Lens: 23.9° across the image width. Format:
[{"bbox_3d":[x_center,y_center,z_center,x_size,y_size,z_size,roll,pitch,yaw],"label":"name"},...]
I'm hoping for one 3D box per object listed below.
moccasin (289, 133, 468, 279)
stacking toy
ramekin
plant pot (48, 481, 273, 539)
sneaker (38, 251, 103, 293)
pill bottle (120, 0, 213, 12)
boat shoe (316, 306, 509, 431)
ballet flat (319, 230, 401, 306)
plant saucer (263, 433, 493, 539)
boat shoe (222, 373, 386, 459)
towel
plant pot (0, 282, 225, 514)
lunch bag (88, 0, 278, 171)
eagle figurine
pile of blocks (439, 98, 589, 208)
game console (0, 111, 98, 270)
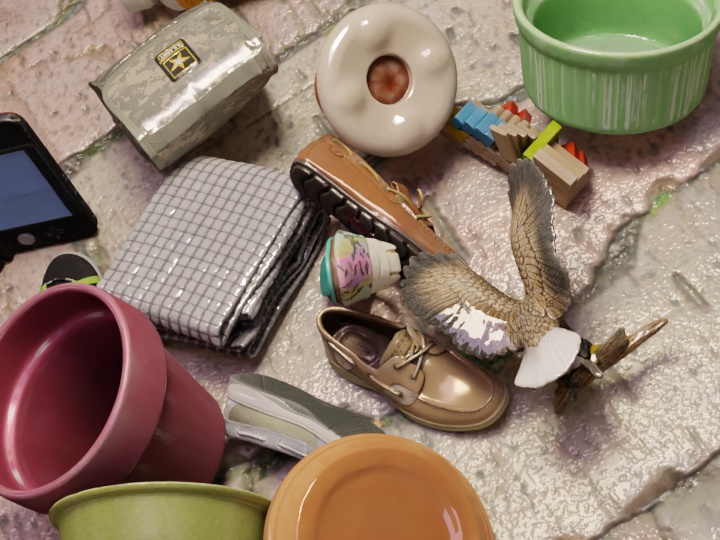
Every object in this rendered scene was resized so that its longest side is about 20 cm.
[{"bbox_3d":[0.026,-0.056,1.622,0.201,0.074,0.078,37,59,17],"label":"moccasin"},{"bbox_3d":[-0.003,-0.187,1.704,0.146,0.146,0.200,-45,18,-13],"label":"stacking toy"},{"bbox_3d":[0.244,-0.217,1.622,0.198,0.098,0.201,-2,39,2],"label":"ramekin"},{"bbox_3d":[-0.164,0.296,1.417,0.198,0.200,0.192,-8,66,16],"label":"plant pot"},{"bbox_3d":[-0.298,0.052,1.692,0.071,0.083,0.201,-14,52,12],"label":"sneaker"},{"bbox_3d":[-0.179,-0.359,1.918,0.198,0.113,0.113,-14,52,12],"label":"pill bottle"},{"bbox_3d":[0.042,0.087,1.542,0.199,0.065,0.072,18,65,31],"label":"boat shoe"},{"bbox_3d":[0.000,0.000,1.554,0.070,0.200,0.070,-3,86,-3],"label":"ballet flat"},{"bbox_3d":[0.019,0.227,1.407,0.198,0.038,0.202,5,64,-11],"label":"plant saucer"},{"bbox_3d":[-0.044,0.155,1.533,0.201,0.074,0.065,23,104,30],"label":"boat shoe"},{"bbox_3d":[-0.139,-0.011,1.675,0.165,0.086,0.201,14,61,28],"label":"towel"},{"bbox_3d":[-0.224,0.135,1.523,0.199,0.179,0.202,-17,57,29],"label":"plant pot"},{"bbox_3d":[-0.179,-0.192,1.750,0.164,0.118,0.200,-38,19,-6],"label":"lunch bag"},{"bbox_3d":[0.141,0.023,1.495,0.151,0.151,0.200,-35,82,-30],"label":"eagle figurine"},{"bbox_3d":[0.149,-0.137,1.647,0.199,0.082,0.062,32,72,36],"label":"pile of blocks"},{"bbox_3d":[-0.382,-0.043,1.717,0.171,0.200,0.119,-11,54,14],"label":"game console"}]
